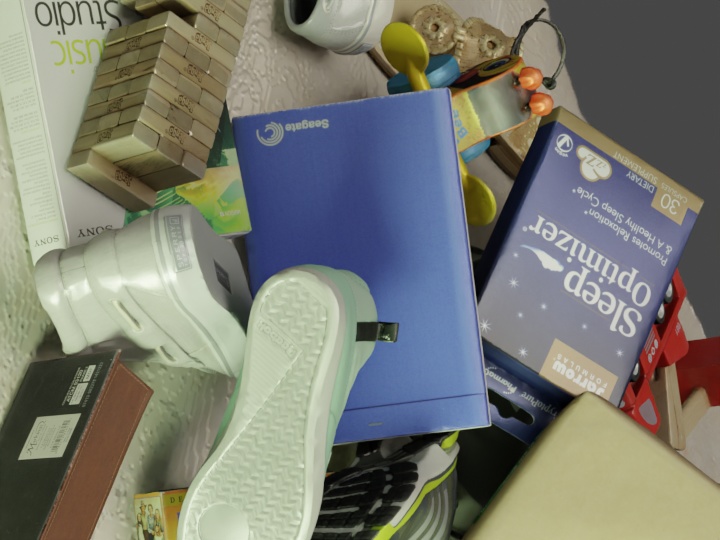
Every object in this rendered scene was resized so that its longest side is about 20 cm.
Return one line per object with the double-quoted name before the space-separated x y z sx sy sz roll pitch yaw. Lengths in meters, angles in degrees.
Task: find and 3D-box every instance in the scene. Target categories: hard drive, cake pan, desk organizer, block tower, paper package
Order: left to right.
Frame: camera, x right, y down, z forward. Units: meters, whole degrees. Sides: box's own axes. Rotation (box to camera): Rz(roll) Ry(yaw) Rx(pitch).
"desk organizer" -0.159 0.147 1.168 0.077 0.072 0.200 44 52 -35
"block tower" -0.102 -0.134 1.257 0.054 0.058 0.201 34 58 -37
"hard drive" 0.000 0.000 1.342 0.025 0.132 0.201 33 50 -81
"cake pan" 0.084 0.078 1.478 0.200 0.037 0.201 14 70 -45
"paper package" 0.148 0.202 1.357 0.190 0.103 0.200 37 90 5

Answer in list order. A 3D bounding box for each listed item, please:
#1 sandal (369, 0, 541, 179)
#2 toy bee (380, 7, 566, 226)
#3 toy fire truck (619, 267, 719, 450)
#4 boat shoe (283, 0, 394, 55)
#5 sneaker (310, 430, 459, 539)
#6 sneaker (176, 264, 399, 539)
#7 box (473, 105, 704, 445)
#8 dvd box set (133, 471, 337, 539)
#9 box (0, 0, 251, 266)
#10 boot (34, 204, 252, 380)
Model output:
"sandal" 0.088 -0.134 1.506 0.212 0.070 0.078 41 54 -34
"toy bee" 0.062 -0.106 1.395 0.131 0.109 0.200 43 76 -21
"toy fire truck" 0.205 0.074 1.566 0.141 0.049 0.200 66 33 -26
"boat shoe" -0.020 -0.237 1.420 0.068 0.072 0.201 11 82 -47
"sneaker" 0.017 0.151 1.315 0.200 0.074 0.081 -36 118 -61
"sneaker" -0.036 0.093 1.253 0.118 0.074 0.201 -14 122 -73
"box" 0.132 0.011 1.440 0.121 0.032 0.200 31 71 -17
"dvd box set" -0.059 0.219 1.290 0.146 0.029 0.201 -2 83 -48
"box" -0.139 -0.108 1.276 0.144 0.036 0.201 -10 90 -48
"boot" -0.115 0.020 1.246 0.200 0.095 0.074 63 15 -67
